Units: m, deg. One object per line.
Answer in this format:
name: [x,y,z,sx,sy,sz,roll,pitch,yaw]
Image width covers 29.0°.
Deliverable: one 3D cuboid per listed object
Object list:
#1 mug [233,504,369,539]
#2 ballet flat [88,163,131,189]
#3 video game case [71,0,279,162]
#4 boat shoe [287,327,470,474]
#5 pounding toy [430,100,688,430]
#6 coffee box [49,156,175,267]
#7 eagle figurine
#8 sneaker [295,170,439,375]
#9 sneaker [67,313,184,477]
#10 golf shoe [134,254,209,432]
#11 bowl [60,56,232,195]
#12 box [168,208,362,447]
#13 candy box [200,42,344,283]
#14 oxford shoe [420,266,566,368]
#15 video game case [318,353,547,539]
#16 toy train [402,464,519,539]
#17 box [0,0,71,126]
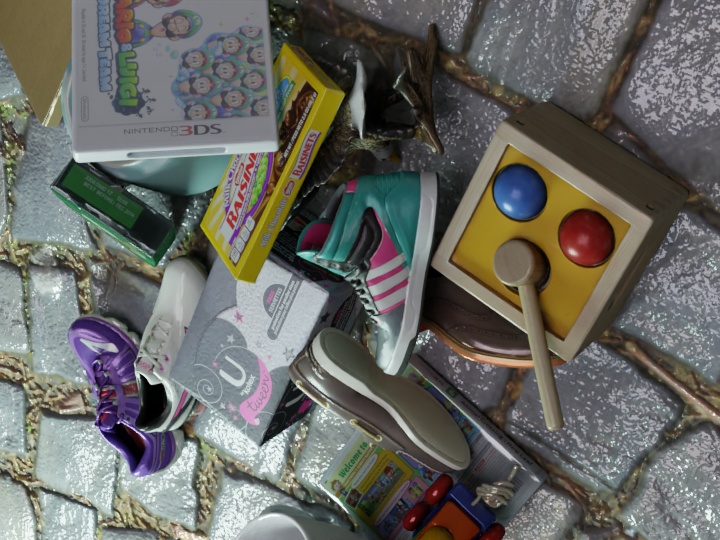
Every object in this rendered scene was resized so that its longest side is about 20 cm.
mug: [-0.044,0.320,1.440,0.148,0.175,0.200,-52,42,17]
ballet flat: [-0.252,-0.150,1.471,0.072,0.072,0.200,45,123,11]
video game case: [-0.170,-0.193,1.265,0.181,0.024,0.201,-4,64,-4]
boat shoe: [0.019,0.136,1.344,0.200,0.072,0.059,38,121,-17]
pounding toy: [0.167,-0.006,1.220,0.184,0.142,0.200,35,120,17]
coffee box: [-0.248,-0.057,1.415,0.123,0.200,0.044,35,84,-3]
eagle figurine: [-0.017,-0.131,1.304,0.199,0.152,0.151,-11,120,28]
sneaker: [0.000,0.000,1.262,0.120,0.084,0.201,7,114,-3]
sneaker: [-0.272,0.140,1.568,0.081,0.083,0.200,-34,86,34]
golf shoe: [-0.201,0.084,1.502,0.072,0.092,0.201,17,112,27]
bowl: [-0.209,-0.164,1.347,0.200,0.105,0.202,6,104,23]
box: [-0.087,0.053,1.409,0.132,0.115,0.200,35,121,17]
candy box: [-0.084,-0.098,1.275,0.201,0.026,0.102,-63,35,20]
oxford shoe: [0.108,0.037,1.315,0.199,0.071,0.073,20,111,25]
video game case: [0.069,0.214,1.423,0.182,0.022,0.200,42,123,13]
toy train: [0.076,0.256,1.317,0.085,0.116,0.200,42,145,9]
box: [-0.325,-0.278,1.460,0.164,0.021,0.200,59,135,25]
